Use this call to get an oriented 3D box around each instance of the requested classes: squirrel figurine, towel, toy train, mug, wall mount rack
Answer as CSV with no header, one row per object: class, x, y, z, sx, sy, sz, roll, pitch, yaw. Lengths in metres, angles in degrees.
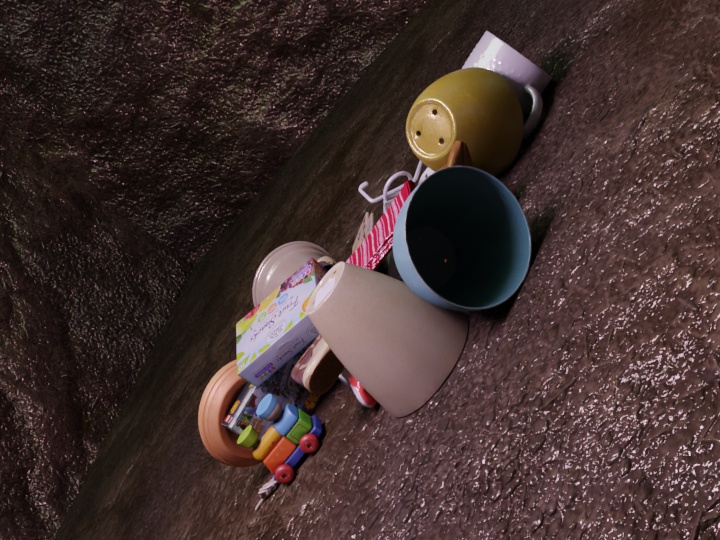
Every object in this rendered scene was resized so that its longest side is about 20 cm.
squirrel figurine,0.127,-0.083,1.511,0.186,0.141,0.202,-11,51,58
towel,0.027,-0.048,1.493,0.200,0.022,0.145,-51,14,20
toy train,-0.165,0.313,1.592,0.201,0.115,0.085,-51,15,10
mug,0.251,-0.305,1.671,0.176,0.147,0.200,-55,45,16
wall mount rack,0.079,-0.139,1.770,0.173,0.075,0.201,-29,-37,-20

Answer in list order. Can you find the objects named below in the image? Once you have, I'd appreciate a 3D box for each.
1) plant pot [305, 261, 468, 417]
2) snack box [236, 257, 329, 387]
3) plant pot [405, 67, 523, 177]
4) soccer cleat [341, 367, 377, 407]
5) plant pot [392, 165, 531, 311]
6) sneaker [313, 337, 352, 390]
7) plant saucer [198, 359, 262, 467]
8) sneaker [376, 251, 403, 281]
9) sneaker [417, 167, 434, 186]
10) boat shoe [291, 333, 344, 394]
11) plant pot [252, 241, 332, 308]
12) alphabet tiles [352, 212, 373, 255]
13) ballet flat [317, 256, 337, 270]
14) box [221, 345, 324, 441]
plant pot,0.024,0.083,1.367,0.188,0.199,0.188,-48,17,20
snack box,-0.132,0.090,1.613,0.200,0.053,0.143,-41,32,19
plant pot,0.157,-0.244,1.583,0.141,0.201,0.200,-15,-21,-50
soccer cleat,-0.017,0.152,1.515,0.085,0.068,0.201,-37,43,20
plant pot,0.125,-0.032,1.326,0.201,0.199,0.135,-60,13,-23
sneaker,-0.026,0.146,1.648,0.080,0.070,0.200,-47,22,-3
plant saucer,-0.197,0.258,1.673,0.037,0.200,0.201,8,61,53
sneaker,0.059,0.059,1.592,0.072,0.084,0.202,-17,58,40
sneaker,0.145,-0.121,1.671,0.200,0.079,0.129,-59,17,-16
boat shoe,-0.037,0.103,1.470,0.072,0.072,0.201,18,66,47
plant pot,-0.090,0.053,1.838,0.201,0.200,0.183,-56,27,-9
alphabet tiles,0.000,0.000,1.664,0.167,0.006,0.201,113,163,-46
ballet flat,-0.041,0.027,1.669,0.201,0.066,0.057,-112,31,-56
box,-0.141,0.226,1.664,0.040,0.137,0.201,6,59,54
